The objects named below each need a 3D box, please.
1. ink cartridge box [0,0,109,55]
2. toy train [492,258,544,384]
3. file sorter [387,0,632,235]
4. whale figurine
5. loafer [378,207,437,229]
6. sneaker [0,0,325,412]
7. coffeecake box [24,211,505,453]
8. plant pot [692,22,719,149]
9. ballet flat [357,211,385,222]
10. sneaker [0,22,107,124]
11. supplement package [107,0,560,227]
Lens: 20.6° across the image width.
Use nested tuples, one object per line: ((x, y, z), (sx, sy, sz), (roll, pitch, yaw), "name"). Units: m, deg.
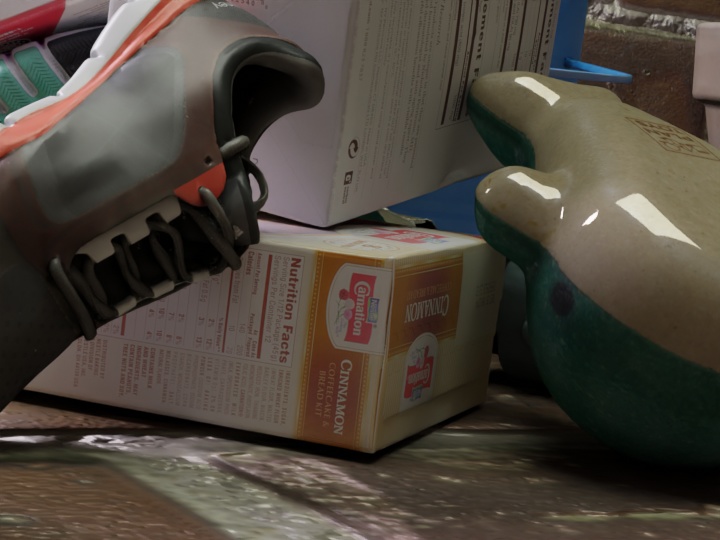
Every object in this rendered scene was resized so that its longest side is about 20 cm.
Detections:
((-0.129, -0.153, 0.982), (0.147, 0.086, 0.200), (-20, -3, 9), "ink cartridge box")
((0.136, 0.021, 0.880), (0.199, 0.086, 0.114), (11, 17, 38), "toy train")
((0.069, -0.072, 1.103), (0.138, 0.201, 0.123), (4, 10, -16), "file sorter")
((0.103, -0.002, 0.761), (0.159, 0.104, 0.200), (7, 29, -33), "whale figurine")
((0.000, 0.000, 0.997), (0.069, 0.075, 0.200), (10, 14, -17), "loafer")
((-0.078, -0.020, 0.664), (0.082, 0.200, 0.077), (22, -29, 19), "sneaker")
((-0.060, 0.011, 0.782), (0.199, 0.073, 0.153), (9, 6, 18), "coffeecake box")
((0.259, -0.029, 0.995), (0.199, 0.174, 0.200), (5, 7, -1), "plant pot")
((-0.042, -0.033, 0.902), (0.070, 0.067, 0.200), (36, 14, -40), "ballet flat")
((-0.188, -0.072, 0.938), (0.200, 0.075, 0.088), (-31, 42, -7), "sneaker")
((-0.005, -0.098, 0.825), (0.113, 0.110, 0.200), (16, 18, 24), "supplement package")
